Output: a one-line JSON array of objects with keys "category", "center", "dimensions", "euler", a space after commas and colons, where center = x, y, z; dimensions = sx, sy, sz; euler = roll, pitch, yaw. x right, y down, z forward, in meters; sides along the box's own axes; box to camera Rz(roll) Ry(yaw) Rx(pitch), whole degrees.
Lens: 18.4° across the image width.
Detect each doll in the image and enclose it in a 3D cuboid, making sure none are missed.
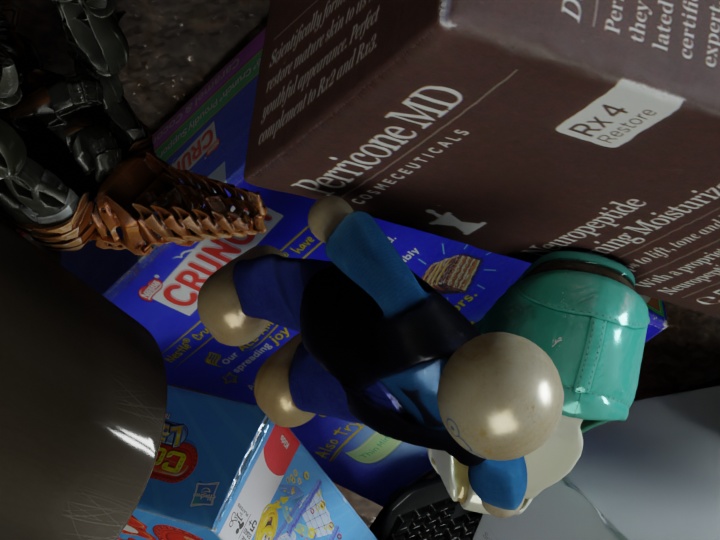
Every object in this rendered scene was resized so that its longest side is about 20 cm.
[{"category": "doll", "center": [0.013, 0.034, 0.764], "dimensions": [0.048, 0.200, 0.137], "euler": [-39, 108, -18]}]

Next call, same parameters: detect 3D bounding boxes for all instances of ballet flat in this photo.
[{"category": "ballet flat", "center": [0.055, 0.054, 0.838], "dimensions": [0.067, 0.071, 0.200], "euler": [15, 160, -6]}]

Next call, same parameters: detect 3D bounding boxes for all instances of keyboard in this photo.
[{"category": "keyboard", "center": [0.092, 0.108, 1.023], "dimensions": [0.198, 0.040, 0.104], "euler": [-16, 155, -25]}]

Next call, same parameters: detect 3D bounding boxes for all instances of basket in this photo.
[{"category": "basket", "center": [-0.181, 0.034, 0.796], "dimensions": [0.199, 0.136, 0.181], "euler": [29, 100, -34]}]

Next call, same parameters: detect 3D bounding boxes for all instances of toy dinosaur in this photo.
[{"category": "toy dinosaur", "center": [-0.113, -0.056, 0.818], "dimensions": [0.198, 0.103, 0.136], "euler": [3, 139, 22]}]

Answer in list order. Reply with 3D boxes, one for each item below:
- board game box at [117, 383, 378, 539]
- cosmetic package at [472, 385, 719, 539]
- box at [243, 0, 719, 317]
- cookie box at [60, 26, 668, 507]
[{"category": "board game box", "center": [-0.085, 0.115, 0.968], "dimensions": [0.194, 0.056, 0.200], "euler": [11, 151, 34]}, {"category": "cosmetic package", "center": [0.161, 0.116, 0.985], "dimensions": [0.199, 0.113, 0.082], "euler": [-7, 128, -33]}, {"category": "box", "center": [0.089, -0.100, 0.743], "dimensions": [0.198, 0.166, 0.166], "euler": [15, 161, -20]}, {"category": "cookie box", "center": [0.000, 0.000, 0.934], "dimensions": [0.199, 0.076, 0.171], "euler": [29, 127, -32]}]
